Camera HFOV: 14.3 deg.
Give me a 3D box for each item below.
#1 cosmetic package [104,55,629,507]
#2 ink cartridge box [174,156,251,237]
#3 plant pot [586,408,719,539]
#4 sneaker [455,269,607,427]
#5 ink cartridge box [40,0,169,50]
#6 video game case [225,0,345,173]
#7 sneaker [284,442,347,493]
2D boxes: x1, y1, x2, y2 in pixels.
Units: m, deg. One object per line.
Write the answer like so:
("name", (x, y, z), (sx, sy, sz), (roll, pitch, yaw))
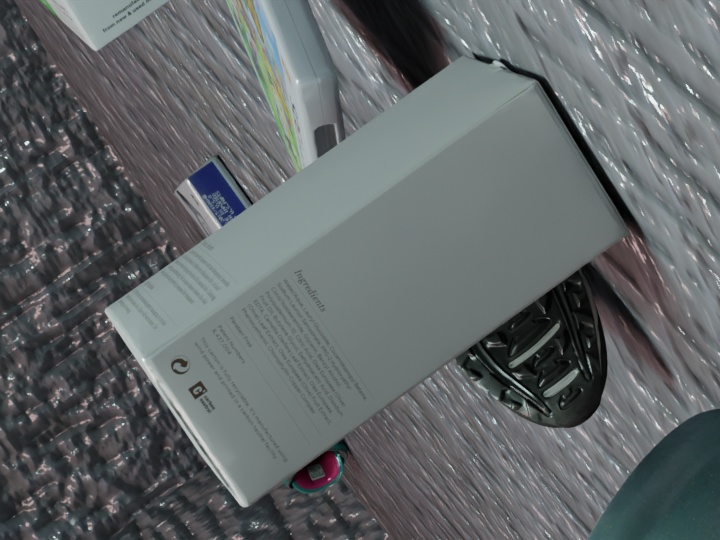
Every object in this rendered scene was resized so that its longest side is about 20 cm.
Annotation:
("cosmetic package", (0.000, 0.000, 1.221), (0.085, 0.200, 0.108), (57, 175, -16))
("ink cartridge box", (-0.094, -0.006, 2.586), (0.200, 0.041, 0.200), (54, 174, -1))
("plant pot", (0.165, 0.167, 1.078), (0.134, 0.200, 0.200), (18, 155, 29))
("sneaker", (0.070, 0.009, 1.397), (0.079, 0.074, 0.200), (47, -174, -42))
("ink cartridge box", (-0.213, -0.263, 1.894), (0.200, 0.084, 0.146), (58, 172, -31))
("video game case", (-0.048, -0.134, 1.382), (0.182, 0.022, 0.200), (81, 168, -67))
("sneaker", (-0.069, 0.199, 3.333), (0.121, 0.084, 0.200), (63, 173, 5))
